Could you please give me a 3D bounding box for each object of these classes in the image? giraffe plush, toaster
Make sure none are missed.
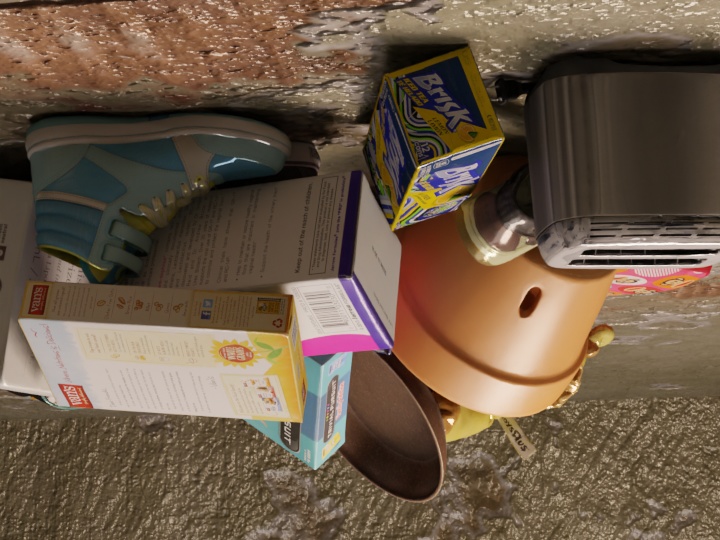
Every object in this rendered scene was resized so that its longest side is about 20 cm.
[{"bbox_3d":[0.135,0.079,1.484,0.200,0.173,0.162,40,146,-9],"label":"giraffe plush"},{"bbox_3d":[0.191,-0.072,1.106,0.198,0.130,0.114,0,169,-8],"label":"toaster"}]

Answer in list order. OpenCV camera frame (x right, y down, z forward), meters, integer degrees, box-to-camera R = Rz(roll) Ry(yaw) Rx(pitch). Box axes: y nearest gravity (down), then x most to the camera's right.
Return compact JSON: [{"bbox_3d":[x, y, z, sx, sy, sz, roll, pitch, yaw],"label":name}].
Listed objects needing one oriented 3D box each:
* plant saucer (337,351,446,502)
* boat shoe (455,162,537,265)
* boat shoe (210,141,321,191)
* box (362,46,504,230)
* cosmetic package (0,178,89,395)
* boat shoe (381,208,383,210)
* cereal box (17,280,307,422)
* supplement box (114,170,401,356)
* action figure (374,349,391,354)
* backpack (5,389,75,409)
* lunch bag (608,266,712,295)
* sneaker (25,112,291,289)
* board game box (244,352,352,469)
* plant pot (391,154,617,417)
[{"bbox_3d":[0.014,0.122,1.478,0.037,0.201,0.200,-35,-172,-29],"label":"plant saucer"},{"bbox_3d":[0.152,-0.058,1.210,0.066,0.072,0.200,-24,-179,44],"label":"boat shoe"},{"bbox_3d":[-0.128,-0.061,1.297,0.199,0.067,0.070,-3,169,10],"label":"boat shoe"},{"bbox_3d":[0.047,-0.088,1.133,0.064,0.070,0.200,-19,171,-7],"label":"box"},{"bbox_3d":[-0.295,0.017,1.354,0.164,0.166,0.200,7,174,25],"label":"cosmetic package"},{"bbox_3d":[0.067,-0.021,1.542,0.073,0.063,0.200,-5,168,20],"label":"boat shoe"},{"bbox_3d":[-0.144,0.062,1.204,0.198,0.040,0.144,4,149,5],"label":"cereal box"},{"bbox_3d":[-0.079,0.003,1.233,0.199,0.104,0.101,-7,143,18],"label":"supplement box"},{"bbox_3d":[0.000,0.000,1.404,0.192,0.105,0.200,15,-169,-10],"label":"action figure"},{"bbox_3d":[-0.258,0.046,1.577,0.199,0.177,0.153,8,-177,-44],"label":"backpack"},{"bbox_3d":[0.209,-0.029,1.492,0.175,0.083,0.200,11,167,-31],"label":"lunch bag"},{"bbox_3d":[-0.150,-0.046,1.195,0.198,0.132,0.080,-2,166,2],"label":"sneaker"},{"bbox_3d":[-0.100,0.072,1.470,0.199,0.047,0.152,32,142,24],"label":"board game box"},{"bbox_3d":[0.123,-0.001,1.331,0.199,0.201,0.140,5,137,-32],"label":"plant pot"}]
